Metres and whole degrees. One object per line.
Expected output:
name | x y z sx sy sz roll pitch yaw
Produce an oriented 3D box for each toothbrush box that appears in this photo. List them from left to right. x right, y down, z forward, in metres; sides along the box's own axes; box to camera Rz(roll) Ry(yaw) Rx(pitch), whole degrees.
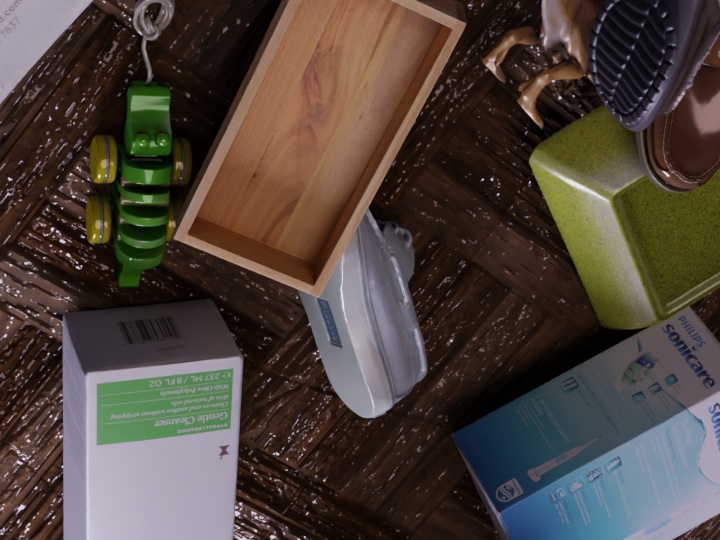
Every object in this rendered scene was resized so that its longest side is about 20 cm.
toothbrush box | 0.186 0.139 1.229 0.200 0.085 0.147 -28 137 -1

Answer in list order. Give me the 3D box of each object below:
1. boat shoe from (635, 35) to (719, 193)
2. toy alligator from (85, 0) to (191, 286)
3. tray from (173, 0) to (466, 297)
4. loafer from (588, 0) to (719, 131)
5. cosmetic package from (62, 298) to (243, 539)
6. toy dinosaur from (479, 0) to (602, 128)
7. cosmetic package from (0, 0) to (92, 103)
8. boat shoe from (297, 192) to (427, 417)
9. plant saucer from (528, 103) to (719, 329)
boat shoe | 0.233 -0.144 1.051 0.072 0.068 0.201 21 87 -20
toy alligator | -0.132 -0.070 1.034 0.059 0.054 0.201 0 118 -20
tray | -0.027 -0.088 1.001 0.098 0.037 0.200 22 116 -13
loafer | 0.197 -0.163 0.986 0.071 0.073 0.200 -14 145 -29
cosmetic package | -0.142 0.127 1.124 0.107 0.085 0.201 -7 119 -19
toy dinosaur | 0.129 -0.155 1.068 0.106 0.060 0.200 -41 152 11
cosmetic package | -0.204 -0.217 0.840 0.165 0.200 0.165 -43 121 8
boat shoe | 0.001 0.001 1.122 0.071 0.070 0.201 -31 122 -29
plant saucer | 0.237 -0.054 1.155 0.199 0.048 0.200 -31 134 -1
